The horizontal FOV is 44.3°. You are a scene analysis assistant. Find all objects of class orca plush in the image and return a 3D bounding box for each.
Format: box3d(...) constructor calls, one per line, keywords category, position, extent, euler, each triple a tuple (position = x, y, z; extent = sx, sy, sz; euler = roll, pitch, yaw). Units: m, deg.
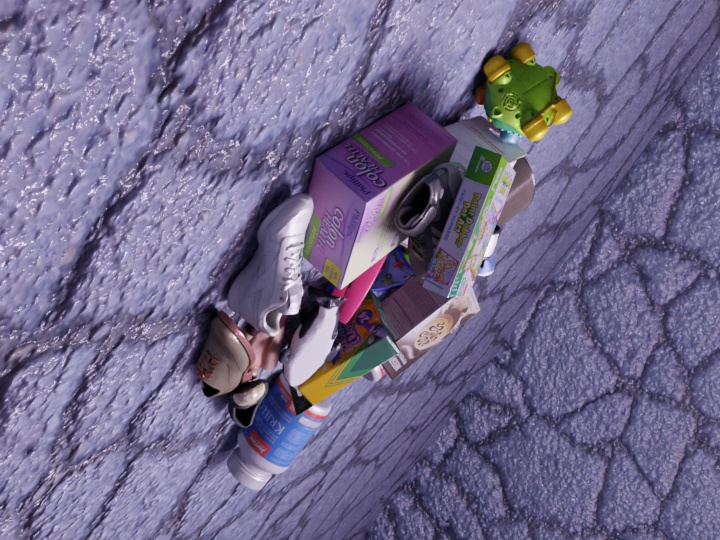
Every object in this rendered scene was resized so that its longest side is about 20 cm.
box3d(category="orca plush", position=(-0.084, 0.085, 1.321), extent=(0.103, 0.072, 0.202), euler=(-17, 145, -21))

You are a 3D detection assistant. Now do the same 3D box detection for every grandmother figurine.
box3d(category="grandmother figurine", position=(-0.128, 0.075, 1.298), extent=(0.121, 0.060, 0.202), euler=(-45, 166, -42))

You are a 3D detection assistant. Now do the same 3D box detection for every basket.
box3d(category="basket", position=(0.191, -0.113, 1.575), extent=(0.199, 0.137, 0.181), euler=(-37, 173, -23))

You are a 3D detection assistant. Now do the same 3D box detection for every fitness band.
box3d(category="fitness band", position=(0.000, 0.000, 1.368), extent=(0.145, 0.037, 0.201), euler=(-58, -174, 21))

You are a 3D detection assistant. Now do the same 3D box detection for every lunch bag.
box3d(category="lunch bag", position=(-0.006, 0.062, 1.537), extent=(0.198, 0.094, 0.152), euler=(-20, 150, -39))

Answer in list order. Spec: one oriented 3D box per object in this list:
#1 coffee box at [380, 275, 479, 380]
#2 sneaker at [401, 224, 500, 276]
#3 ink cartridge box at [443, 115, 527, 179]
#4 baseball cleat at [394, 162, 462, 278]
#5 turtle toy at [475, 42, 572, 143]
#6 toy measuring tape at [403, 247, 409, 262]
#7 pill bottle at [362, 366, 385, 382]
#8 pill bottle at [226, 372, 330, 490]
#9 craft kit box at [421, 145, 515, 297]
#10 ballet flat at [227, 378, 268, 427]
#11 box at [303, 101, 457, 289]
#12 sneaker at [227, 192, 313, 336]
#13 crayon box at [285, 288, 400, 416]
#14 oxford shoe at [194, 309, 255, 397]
box3d(category="coffee box", position=(0.099, 0.080, 1.511), extent=(0.199, 0.080, 0.113), euler=(-38, 150, -2))
box3d(category="sneaker", position=(0.144, -0.083, 1.438), extent=(0.081, 0.196, 0.117), euler=(-64, 174, -63))
box3d(category="ink cartridge box", position=(0.164, -0.170, 1.397), extent=(0.198, 0.117, 0.068), euler=(-25, 151, -44))
box3d(category="baseball cleat", position=(0.080, -0.058, 1.226), extent=(0.105, 0.069, 0.203), euler=(-28, 143, -36))
box3d(category="turtle toy", position=(0.263, -0.280, 1.429), extent=(0.199, 0.147, 0.101), euler=(-33, 179, -39))
box3d(category="toy measuring tape", position=(0.097, 0.038, 1.671), extent=(0.073, 0.072, 0.205), euler=(-25, 118, -52))
box3d(category="pill bottle", position=(0.059, 0.113, 1.734), extent=(0.200, 0.108, 0.109), euler=(-43, 161, -19))
box3d(category="pill bottle", position=(-0.150, 0.288, 1.574), extent=(0.202, 0.112, 0.112), euler=(-54, 162, 10))
box3d(category="craft kit box", position=(0.157, -0.063, 1.245), extent=(0.200, 0.048, 0.202), euler=(-1, 110, -75))
box3d(category="ballet flat", position=(-0.171, 0.204, 1.367), extent=(0.065, 0.058, 0.200), euler=(-16, 169, -13))
box3d(category="box", position=(0.020, -0.105, 1.229), extent=(0.199, 0.096, 0.177), euler=(-37, 159, -36))
box3d(category="sneaker", position=(-0.097, -0.006, 1.142), extent=(0.074, 0.099, 0.202), euler=(-18, 143, -54))
box3d(category="crayon box", position=(-0.044, 0.128, 1.425), extent=(0.198, 0.127, 0.052), euler=(-33, 129, 8))
box3d(category="oxford shoe", position=(-0.192, 0.126, 1.225), extent=(0.074, 0.070, 0.201), euler=(-35, 157, -23))
